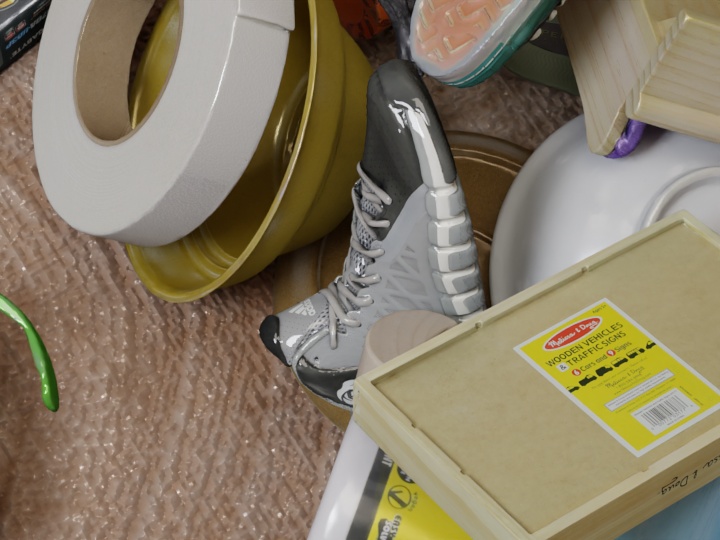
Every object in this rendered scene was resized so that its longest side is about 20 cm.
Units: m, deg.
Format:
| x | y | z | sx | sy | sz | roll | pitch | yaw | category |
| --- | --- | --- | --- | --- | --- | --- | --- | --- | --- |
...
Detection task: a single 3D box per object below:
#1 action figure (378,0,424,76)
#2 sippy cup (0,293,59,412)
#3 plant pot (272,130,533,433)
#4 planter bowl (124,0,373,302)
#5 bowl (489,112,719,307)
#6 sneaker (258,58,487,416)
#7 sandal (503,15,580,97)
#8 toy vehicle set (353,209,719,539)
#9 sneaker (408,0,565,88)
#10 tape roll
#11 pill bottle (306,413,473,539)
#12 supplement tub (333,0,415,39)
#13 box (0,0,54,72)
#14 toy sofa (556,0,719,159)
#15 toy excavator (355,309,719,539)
| x | y | z | sx | sy | sz | roll | pitch | yaw | category |
| --- | --- | --- | --- | --- | --- | --- | --- | --- | --- |
| 0.010 | -0.203 | 1.015 | 0.118 | 0.102 | 0.201 | -31 | 100 | -2 | action figure |
| -0.245 | 0.087 | 0.995 | 0.177 | 0.139 | 0.131 | -30 | 80 | 31 | sippy cup |
| 0.051 | 0.009 | 1.095 | 0.198 | 0.028 | 0.202 | 1 | 68 | -3 | plant pot |
| -0.046 | -0.074 | 1.064 | 0.083 | 0.200 | 0.202 | 14 | 63 | -32 | planter bowl |
| 0.173 | 0.000 | 1.042 | 0.199 | 0.090 | 0.203 | 2 | 83 | -13 | bowl |
| 0.000 | 0.000 | 0.994 | 0.115 | 0.201 | 0.075 | -15 | 29 | 0 | sneaker |
| 0.168 | -0.113 | 1.121 | 0.199 | 0.080 | 0.057 | 8 | 23 | 7 | sandal |
| 0.112 | 0.051 | 0.898 | 0.199 | 0.027 | 0.124 | -26 | 46 | -25 | toy vehicle set |
| 0.103 | -0.166 | 0.980 | 0.071 | 0.080 | 0.201 | 31 | 87 | 43 | sneaker |
| -0.107 | -0.113 | 1.049 | 0.037 | 0.202 | 0.204 | 13 | 62 | -36 | tape roll |
| 0.073 | 0.150 | 0.991 | 0.199 | 0.113 | 0.113 | 20 | 68 | 1 | pill bottle |
| 0.047 | -0.229 | 1.140 | 0.200 | 0.123 | 0.123 | -41 | 76 | -19 | supplement tub |
| -0.291 | -0.141 | 1.122 | 0.159 | 0.046 | 0.200 | 42 | 71 | 13 | box |
| 0.161 | -0.142 | 1.054 | 0.082 | 0.098 | 0.201 | 13 | 39 | -20 | toy sofa |
| 0.121 | 0.076 | 0.944 | 0.199 | 0.100 | 0.195 | -9 | 41 | -29 | toy excavator |
